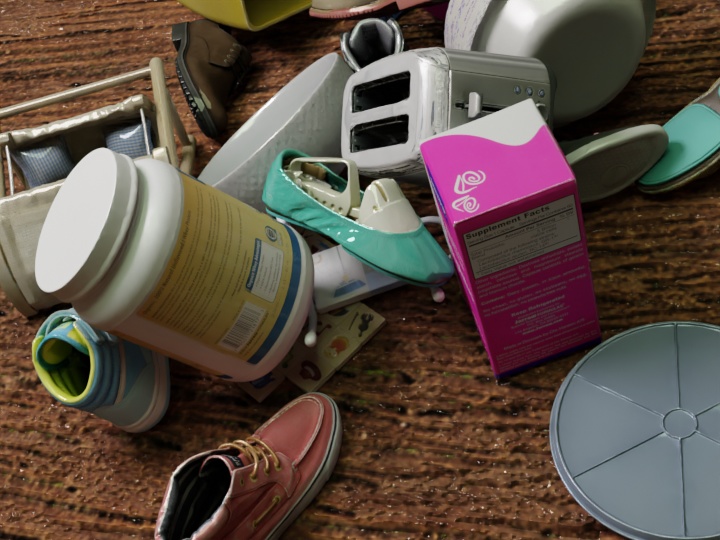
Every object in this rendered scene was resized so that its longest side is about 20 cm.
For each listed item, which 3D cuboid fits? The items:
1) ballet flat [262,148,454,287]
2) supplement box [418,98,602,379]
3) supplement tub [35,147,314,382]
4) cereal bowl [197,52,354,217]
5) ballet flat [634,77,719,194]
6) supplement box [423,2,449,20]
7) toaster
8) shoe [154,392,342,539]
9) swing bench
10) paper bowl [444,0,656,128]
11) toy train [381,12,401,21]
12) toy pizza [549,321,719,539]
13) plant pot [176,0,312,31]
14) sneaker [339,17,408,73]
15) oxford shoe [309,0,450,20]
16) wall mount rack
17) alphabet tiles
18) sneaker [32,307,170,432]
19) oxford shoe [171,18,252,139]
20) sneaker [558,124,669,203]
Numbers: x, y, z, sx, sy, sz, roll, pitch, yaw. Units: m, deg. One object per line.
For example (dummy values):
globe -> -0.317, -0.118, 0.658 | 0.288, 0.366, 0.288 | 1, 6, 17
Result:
ballet flat -> -0.004, -0.053, 0.982 | 0.199, 0.071, 0.067 | 26, 33, 29
supplement box -> 0.125, -0.021, 0.941 | 0.102, 0.201, 0.102 | -19, 46, 1
supplement tub -> -0.152, -0.004, 0.965 | 0.144, 0.199, 0.146 | -30, 47, 38
cereal bowl -> -0.068, -0.117, 1.139 | 0.200, 0.083, 0.201 | -40, 17, 15
ballet flat -> 0.336, -0.138, 1.057 | 0.200, 0.070, 0.071 | -50, 46, 14
supplement box -> 0.148, -0.312, 1.236 | 0.101, 0.104, 0.200 | -29, 48, -25
toaster -> 0.068, -0.130, 1.011 | 0.199, 0.128, 0.115 | 2, 88, 59
shoe -> -0.085, 0.162, 0.926 | 0.071, 0.091, 0.201 | 18, 58, 30
swing bench -> -0.271, -0.084, 1.176 | 0.196, 0.130, 0.202 | -15, 48, 4
paper bowl -> 0.187, -0.222, 1.094 | 0.199, 0.202, 0.105 | -25, 46, -4
toy train -> 0.013, -0.376, 1.294 | 0.114, 0.200, 0.086 | -46, 52, -9
toy pizza -> 0.245, 0.125, 0.891 | 0.197, 0.032, 0.202 | -9, 49, 10
plant pot -> -0.136, -0.402, 1.351 | 0.175, 0.202, 0.199 | 10, 33, 46
sneaker -> 0.018, -0.228, 1.215 | 0.075, 0.114, 0.201 | -17, 47, 2
oxford shoe -> 0.023, -0.311, 1.240 | 0.198, 0.076, 0.070 | -2, 12, 38
wall mount rack -> 0.000, 0.000, 1.042 | 0.198, 0.075, 0.175 | -20, 49, 2
alphabet tiles -> -0.076, 0.034, 1.093 | 0.167, 0.008, 0.199 | -42, 51, -19
sneaker -> -0.233, 0.035, 1.021 | 0.079, 0.130, 0.202 | -24, 65, 21
oxford shoe -> -0.163, -0.226, 1.303 | 0.083, 0.073, 0.201 | -15, 47, 2
sneaker -> 0.179, -0.109, 1.076 | 0.198, 0.071, 0.100 | -24, 49, 12
